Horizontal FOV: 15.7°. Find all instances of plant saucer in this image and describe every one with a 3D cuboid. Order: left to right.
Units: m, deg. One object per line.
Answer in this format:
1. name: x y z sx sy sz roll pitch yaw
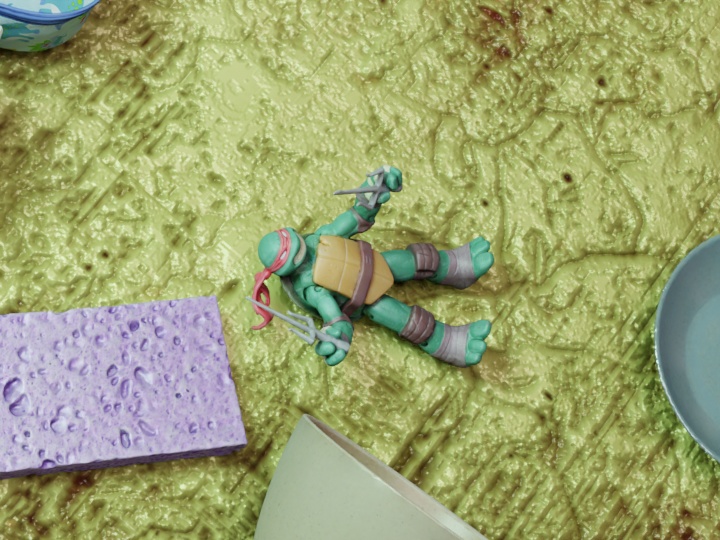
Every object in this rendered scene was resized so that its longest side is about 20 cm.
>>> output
1. plant saucer: 0.305 0.069 1.968 0.200 0.039 0.202 7 70 -19

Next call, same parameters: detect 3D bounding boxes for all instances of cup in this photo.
1. cup: 0.003 0.212 1.749 0.200 0.200 0.143 35 89 -6

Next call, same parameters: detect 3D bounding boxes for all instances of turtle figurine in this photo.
1. turtle figurine: 0.000 0.000 1.855 0.200 0.101 0.150 17 81 -31

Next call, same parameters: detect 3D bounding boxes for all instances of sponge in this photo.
1. sponge: -0.183 0.081 1.798 0.199 0.030 0.112 -5 74 -21

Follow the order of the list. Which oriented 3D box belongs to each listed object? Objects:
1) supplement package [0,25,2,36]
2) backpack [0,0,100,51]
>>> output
1. supplement package: -0.362 -0.130 1.753 0.200 0.120 0.122 23 64 -11
2. backpack: -0.260 -0.253 1.819 0.199 0.147 0.184 19 69 -16
